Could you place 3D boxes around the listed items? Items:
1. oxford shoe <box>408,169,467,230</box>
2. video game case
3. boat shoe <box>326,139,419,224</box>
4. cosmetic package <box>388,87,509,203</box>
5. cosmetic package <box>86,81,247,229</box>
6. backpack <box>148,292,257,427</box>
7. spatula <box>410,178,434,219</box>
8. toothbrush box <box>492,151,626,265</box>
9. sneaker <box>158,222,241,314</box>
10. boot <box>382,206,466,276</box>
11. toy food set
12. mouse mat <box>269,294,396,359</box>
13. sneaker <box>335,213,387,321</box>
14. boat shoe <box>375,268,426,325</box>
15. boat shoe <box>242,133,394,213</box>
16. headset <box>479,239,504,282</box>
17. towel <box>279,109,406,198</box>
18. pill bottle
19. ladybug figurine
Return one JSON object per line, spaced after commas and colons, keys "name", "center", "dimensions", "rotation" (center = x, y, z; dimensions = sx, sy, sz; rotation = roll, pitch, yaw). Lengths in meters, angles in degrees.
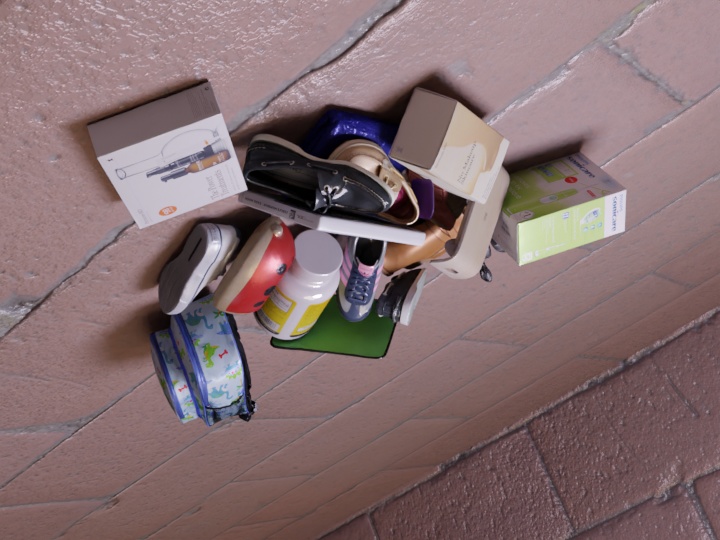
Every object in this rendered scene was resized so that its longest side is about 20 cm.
{"name": "oxford shoe", "center": [0.125, -0.139, 1.661], "dimensions": [0.074, 0.071, 0.200], "rotation": [-51, 158, -13]}
{"name": "video game case", "center": [-0.040, -0.073, 1.490], "dimensions": [0.200, 0.182, 0.023], "rotation": [8, 99, -43]}
{"name": "boat shoe", "center": [0.026, -0.115, 1.454], "dimensions": [0.074, 0.069, 0.200], "rotation": [-43, 150, 13]}
{"name": "cosmetic package", "center": [0.127, -0.169, 1.494], "dimensions": [0.200, 0.071, 0.106], "rotation": [17, 95, -61]}
{"name": "cosmetic package", "center": [-0.228, -0.134, 1.305], "dimensions": [0.150, 0.052, 0.200], "rotation": [-19, 158, -4]}
{"name": "backpack", "center": [-0.260, 0.147, 1.753], "dimensions": [0.146, 0.183, 0.200], "rotation": [-18, 153, -16]}
{"name": "spatula", "center": [0.077, -0.110, 1.577], "dimensions": [0.020, 0.057, 0.200], "rotation": [-4, -172, -8]}
{"name": "toothbrush box", "center": [0.313, -0.104, 1.771], "dimensions": [0.199, 0.146, 0.086], "rotation": [-16, 126, -14]}
{"name": "sneaker", "center": [-0.235, 0.002, 1.585], "dimensions": [0.071, 0.073, 0.200], "rotation": [-1, 150, -37]}
{"name": "boot", "center": [0.103, -0.060, 1.793], "dimensions": [0.154, 0.074, 0.200], "rotation": [-32, 169, 25]}
{"name": "toy food set", "center": [0.165, -0.091, 1.654], "dimensions": [0.060, 0.201, 0.143], "rotation": [17, 176, 22]}
{"name": "mouse mat", "center": [-0.039, 0.090, 1.813], "dimensions": [0.199, 0.161, 0.008], "rotation": [6, 126, 12]}
{"name": "sneaker", "center": [0.000, 0.000, 1.689], "dimensions": [0.070, 0.082, 0.201], "rotation": [6, 113, -5]}
{"name": "boat shoe", "center": [0.070, 0.034, 1.805], "dimensions": [0.060, 0.076, 0.200], "rotation": [15, -167, 7]}
{"name": "boat shoe", "center": [-0.057, -0.107, 1.364], "dimensions": [0.199, 0.066, 0.075], "rotation": [25, 143, -2]}
{"name": "headset", "center": [0.230, -0.042, 1.877], "dimensions": [0.123, 0.094, 0.200], "rotation": [-20, -176, 23]}
{"name": "towel", "center": [-0.011, -0.153, 1.481], "dimensions": [0.200, 0.050, 0.148], "rotation": [4, 131, -49]}
{"name": "pill bottle", "center": [-0.097, 0.021, 1.717], "dimensions": [0.111, 0.112, 0.200], "rotation": [-12, 156, -27]}
{"name": "ladybug figurine", "center": [-0.152, -0.001, 1.594], "dimensions": [0.200, 0.072, 0.136], "rotation": [-51, -174, 49]}
